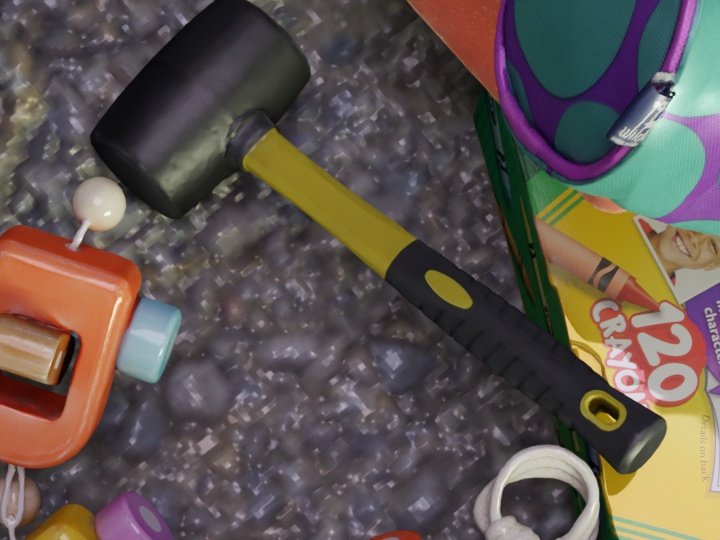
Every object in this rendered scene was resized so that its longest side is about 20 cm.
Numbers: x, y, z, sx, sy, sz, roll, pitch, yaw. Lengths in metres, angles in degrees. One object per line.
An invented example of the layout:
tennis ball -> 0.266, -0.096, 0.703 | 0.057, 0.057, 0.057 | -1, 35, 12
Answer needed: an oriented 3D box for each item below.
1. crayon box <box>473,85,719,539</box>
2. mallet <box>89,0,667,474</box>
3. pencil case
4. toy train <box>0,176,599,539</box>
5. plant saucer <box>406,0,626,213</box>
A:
crayon box -> 0.115, 0.025, 0.822 | 0.118, 0.058, 0.201 | -12, 77, -7
mallet -> 0.000, 0.000, 0.803 | 0.066, 0.041, 0.200 | -40, 62, -7
pencil case -> 0.139, -0.047, 0.748 | 0.199, 0.092, 0.085 | 11, 46, -27
toy train -> -0.040, 0.072, 0.771 | 0.199, 0.056, 0.151 | 23, 106, 0
plant saucer -> 0.078, -0.154, 0.801 | 0.200, 0.037, 0.200 | -43, 91, -14
